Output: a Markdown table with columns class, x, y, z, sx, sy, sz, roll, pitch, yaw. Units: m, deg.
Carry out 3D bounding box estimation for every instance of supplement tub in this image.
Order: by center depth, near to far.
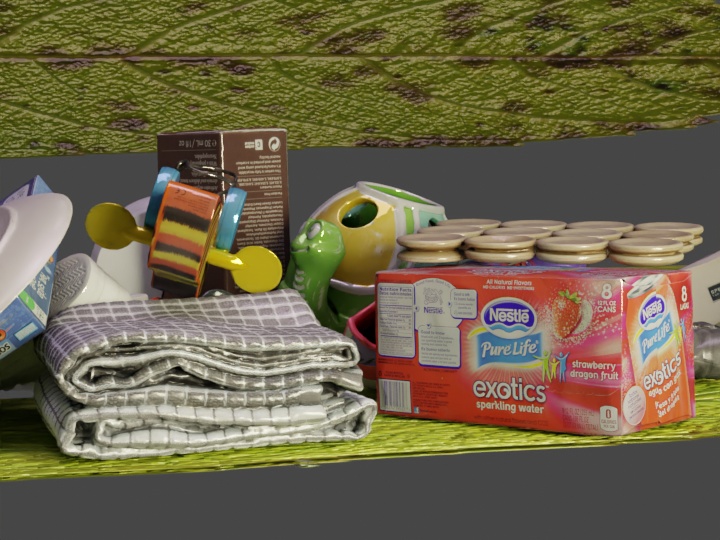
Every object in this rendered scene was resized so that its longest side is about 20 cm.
| class | x | y | z | sx | sy | sz | roll | pitch | yaw |
| --- | --- | --- | --- | --- | --- | --- | --- | --- | --- |
| supplement tub | -0.175 | 0.001 | 1.595 | 0.145 | 0.146 | 0.200 | -1 | 4 | -2 |

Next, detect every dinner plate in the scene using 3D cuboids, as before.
| class | x | y | z | sx | sy | sz | roll | pitch | yaw |
| --- | --- | --- | --- | --- | --- | --- | --- | --- | --- |
| dinner plate | -0.274 | 0.011 | 1.130 | 0.200 | 0.024 | 0.200 | -31 | 25 | 17 |

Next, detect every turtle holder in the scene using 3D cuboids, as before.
| class | x | y | z | sx | sy | sz | roll | pitch | yaw |
| --- | --- | --- | --- | --- | --- | --- | --- | --- | --- |
| turtle holder | -0.003 | -0.003 | 1.369 | 0.185 | 0.132 | 0.141 | 13 | 10 | -33 |

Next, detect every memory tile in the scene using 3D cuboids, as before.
| class | x | y | z | sx | sy | sz | roll | pitch | yaw |
| --- | --- | --- | --- | --- | --- | --- | --- | --- | --- |
| memory tile | 0.135 | -0.020 | 1.212 | 0.199 | 0.017 | 0.153 | 2 | 8 | 17 |

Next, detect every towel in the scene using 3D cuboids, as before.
| class | x | y | z | sx | sy | sz | roll | pitch | yaw |
| --- | --- | --- | --- | --- | --- | --- | --- | --- | --- |
| towel | -0.104 | 0.063 | 1.095 | 0.199 | 0.086 | 0.166 | -2 | 5 | -17 |

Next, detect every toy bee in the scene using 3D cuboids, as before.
| class | x | y | z | sx | sy | sz | roll | pitch | yaw |
| --- | --- | --- | --- | --- | --- | --- | --- | --- | --- |
| toy bee | -0.115 | -0.012 | 1.200 | 0.130 | 0.109 | 0.200 | 18 | 7 | 19 |

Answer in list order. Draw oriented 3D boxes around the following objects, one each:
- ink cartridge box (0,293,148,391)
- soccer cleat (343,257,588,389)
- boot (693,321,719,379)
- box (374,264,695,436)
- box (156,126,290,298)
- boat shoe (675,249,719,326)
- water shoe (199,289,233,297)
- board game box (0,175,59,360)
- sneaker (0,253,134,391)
| class | x | y | z | sx | sy | sz | roll | pitch | yaw |
| --- | --- | --- | --- | --- | --- | --- | --- | --- | --- |
| ink cartridge box | -0.261 | 0.057 | 1.377 | 0.116 | 0.068 | 0.200 | 0 | 2 | 18 |
| soccer cleat | 0.079 | 0.023 | 1.272 | 0.199 | 0.068 | 0.073 | -25 | -26 | -4 |
| boot | 0.203 | 0.055 | 1.350 | 0.131 | 0.070 | 0.200 | 1 | 14 | -14 |
| box | 0.113 | 0.048 | 1.133 | 0.199 | 0.100 | 0.095 | 1 | 5 | 40 |
| box | -0.113 | -0.017 | 1.432 | 0.075 | 0.201 | 0.100 | -7 | 6 | -39 |
| boat shoe | 0.297 | 0.022 | 1.467 | 0.199 | 0.075 | 0.093 | -12 | -9 | -32 |
| water shoe | -0.105 | 0.053 | 1.291 | 0.071 | 0.079 | 0.200 | -3 | 4 | -29 |
| board game box | -0.271 | 0.019 | 1.181 | 0.135 | 0.035 | 0.200 | -33 | 24 | 10 |
| sneaker | -0.228 | 0.071 | 1.230 | 0.199 | 0.074 | 0.116 | -25 | -45 | 27 |
